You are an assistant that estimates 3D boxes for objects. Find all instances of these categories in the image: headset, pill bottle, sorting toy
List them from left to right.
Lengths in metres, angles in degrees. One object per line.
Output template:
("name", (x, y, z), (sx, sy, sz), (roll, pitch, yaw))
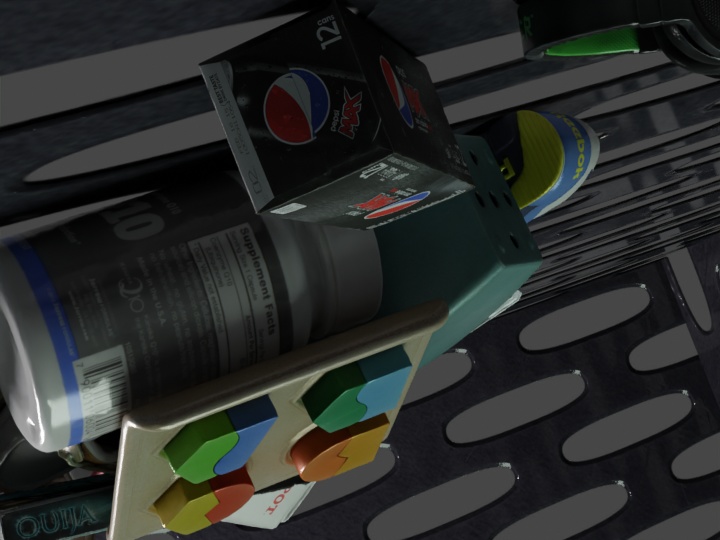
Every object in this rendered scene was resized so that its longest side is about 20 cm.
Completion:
("pill bottle", (-0.095, 0.012, 0.914), (0.199, 0.115, 0.114), (-19, 174, -23))
("sorting toy", (-0.048, 0.094, 0.954), (0.184, 0.037, 0.200), (-20, 160, -21))
("headset", (0.172, -0.140, 0.805), (0.198, 0.095, 0.123), (-6, 180, 9))

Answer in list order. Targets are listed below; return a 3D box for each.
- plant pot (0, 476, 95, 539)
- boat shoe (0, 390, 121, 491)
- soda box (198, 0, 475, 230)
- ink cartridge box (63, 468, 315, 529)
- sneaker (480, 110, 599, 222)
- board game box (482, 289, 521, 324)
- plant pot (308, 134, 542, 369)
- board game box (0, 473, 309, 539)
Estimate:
("plant pot", (-0.311, 0.190, 1.458), (0.199, 0.201, 0.198), (-19, 166, -22))
("boat shoe", (-0.162, 0.086, 1.030), (0.074, 0.069, 0.200), (12, 138, -40))
("soda box", (-0.004, -0.063, 0.761), (0.063, 0.071, 0.200), (-23, 174, 11))
("ink cartridge box", (-0.108, 0.101, 1.248), (0.199, 0.083, 0.147), (18, 114, -47))
("sneaker", (0.083, -0.051, 1.181), (0.199, 0.074, 0.082), (-25, 175, 42))
("board game box", (0.003, 0.032, 1.349), (0.199, 0.026, 0.200), (-34, 146, 15))
("plant pot", (0.000, 0.000, 1.067), (0.199, 0.142, 0.141), (-29, 172, 21))
("board game box", (-0.145, 0.142, 1.093), (0.199, 0.028, 0.135), (-10, 178, -24))
